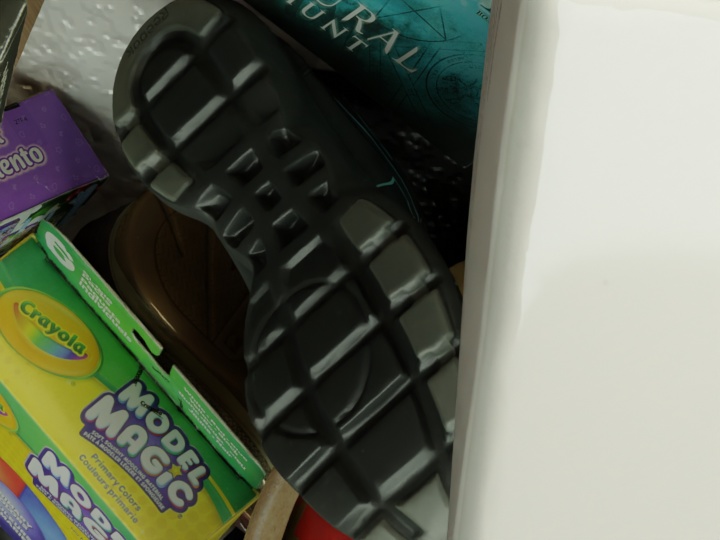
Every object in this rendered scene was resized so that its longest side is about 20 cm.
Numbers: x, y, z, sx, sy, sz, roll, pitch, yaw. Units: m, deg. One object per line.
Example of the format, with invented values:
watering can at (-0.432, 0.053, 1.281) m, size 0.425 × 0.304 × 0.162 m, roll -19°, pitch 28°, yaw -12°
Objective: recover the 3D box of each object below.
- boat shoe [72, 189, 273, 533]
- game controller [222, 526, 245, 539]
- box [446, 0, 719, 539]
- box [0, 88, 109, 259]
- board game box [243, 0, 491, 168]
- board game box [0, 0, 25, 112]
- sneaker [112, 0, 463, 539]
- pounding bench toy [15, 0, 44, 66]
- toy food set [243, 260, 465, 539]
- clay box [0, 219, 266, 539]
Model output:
boat shoe at (-0.028, 0.057, 0.999) m, size 0.200 × 0.072 × 0.072 m, roll 50°, pitch 145°, yaw -17°
game controller at (-0.022, 0.141, 1.134) m, size 0.104 × 0.042 × 0.200 m, roll 28°, pitch 142°, yaw -12°
box at (0.125, -0.015, 0.672) m, size 0.200 × 0.171 × 0.199 m, roll 7°, pitch 125°, yaw 2°
box at (-0.184, 0.022, 0.978) m, size 0.039 × 0.137 × 0.200 m, roll 55°, pitch 138°, yaw 8°
board game box at (0.001, -0.119, 0.816) m, size 0.200 × 0.028 × 0.135 m, roll 35°, pitch 140°, yaw -21°
board game box at (-0.194, -0.051, 0.758) m, size 0.200 × 0.028 × 0.135 m, roll 19°, pitch 141°, yaw -1°
sneaker at (0.000, 0.000, 0.848) m, size 0.075 × 0.200 × 0.079 m, roll -41°, pitch 146°, yaw 21°
pounding bench toy at (-0.217, -0.099, 0.846) m, size 0.200 × 0.124 × 0.156 m, roll -10°, pitch 134°, yaw 31°
toy food set at (0.034, 0.111, 0.953) m, size 0.049 × 0.200 × 0.198 m, roll 7°, pitch 144°, yaw 41°
clay box at (-0.102, 0.065, 0.993) m, size 0.115 × 0.048 × 0.200 m, roll 48°, pitch 156°, yaw 5°
